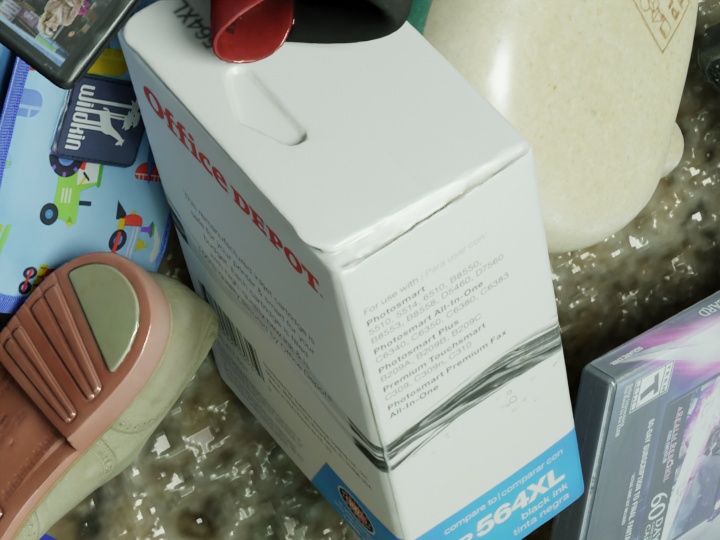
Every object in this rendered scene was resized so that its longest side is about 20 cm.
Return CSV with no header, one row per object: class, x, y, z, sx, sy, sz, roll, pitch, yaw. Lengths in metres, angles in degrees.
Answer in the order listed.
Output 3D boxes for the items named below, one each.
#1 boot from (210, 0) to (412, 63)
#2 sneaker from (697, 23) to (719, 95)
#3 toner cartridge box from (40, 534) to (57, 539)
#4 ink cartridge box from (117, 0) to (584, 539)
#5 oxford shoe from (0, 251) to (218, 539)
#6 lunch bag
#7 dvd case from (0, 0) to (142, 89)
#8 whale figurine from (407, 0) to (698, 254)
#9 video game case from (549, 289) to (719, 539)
boot,-0.053,-0.145,0.887,0.144,0.200,0.072,-64,149,-16
sneaker,0.212,-0.025,1.020,0.200,0.080,0.086,36,63,-9
toner cartridge box,-0.145,0.205,1.011,0.095,0.043,0.200,30,88,-26
ink cartridge box,0.000,0.000,0.931,0.084,0.146,0.200,-31,143,-15
oxford shoe,-0.127,0.079,0.965,0.200,0.071,0.074,-42,153,16
lunch bag,-0.136,-0.063,0.944,0.200,0.094,0.151,5,101,-39
dvd case,-0.089,-0.178,0.830,0.143,0.018,0.200,38,89,-2
whale figurine,0.073,-0.097,1.025,0.159,0.104,0.200,54,54,-33
video game case,0.148,0.063,1.059,0.200,0.019,0.143,-25,135,-39
